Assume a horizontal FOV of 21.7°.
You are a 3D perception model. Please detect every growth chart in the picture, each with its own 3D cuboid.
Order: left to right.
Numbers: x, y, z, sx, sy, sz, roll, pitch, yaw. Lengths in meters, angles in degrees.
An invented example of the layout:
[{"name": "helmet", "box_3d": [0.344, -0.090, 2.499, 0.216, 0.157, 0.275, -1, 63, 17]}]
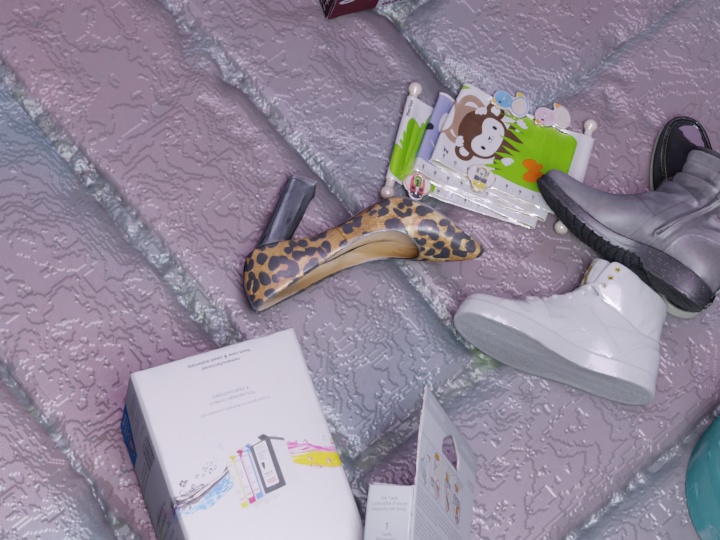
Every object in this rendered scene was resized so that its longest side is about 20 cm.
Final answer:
[{"name": "growth chart", "box_3d": [0.124, -0.111, 1.775, 0.199, 0.018, 0.145, 13, 68, -8]}]

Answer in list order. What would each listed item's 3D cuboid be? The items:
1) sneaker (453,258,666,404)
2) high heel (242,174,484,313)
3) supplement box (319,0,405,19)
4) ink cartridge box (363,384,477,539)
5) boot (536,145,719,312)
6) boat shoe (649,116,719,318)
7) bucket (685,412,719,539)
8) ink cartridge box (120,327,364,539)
[{"name": "sneaker", "box_3d": [0.185, 0.036, 1.705, 0.199, 0.074, 0.116, 22, 64, -13]}, {"name": "high heel", "box_3d": [0.000, 0.000, 1.672, 0.199, 0.071, 0.143, 15, 59, 12]}, {"name": "supplement box", "box_3d": [-0.012, -0.353, 1.819, 0.109, 0.061, 0.201, -16, 74, -17]}, {"name": "ink cartridge box", "box_3d": [0.050, 0.208, 1.540, 0.043, 0.200, 0.174, -2, 66, 16]}, {"name": "boot", "box_3d": [0.272, -0.064, 1.714, 0.200, 0.070, 0.132, 36, 83, 16]}, {"name": "boat shoe", "box_3d": [0.315, -0.059, 1.767, 0.072, 0.068, 0.201, 5, 67, -7]}, {"name": "bucket", "box_3d": [0.392, 0.182, 1.650, 0.206, 0.135, 0.208, 4, 69, -10]}, {"name": "ink cartridge box", "box_3d": [-0.098, 0.178, 1.547, 0.144, 0.147, 0.201, -15, 73, -17]}]
